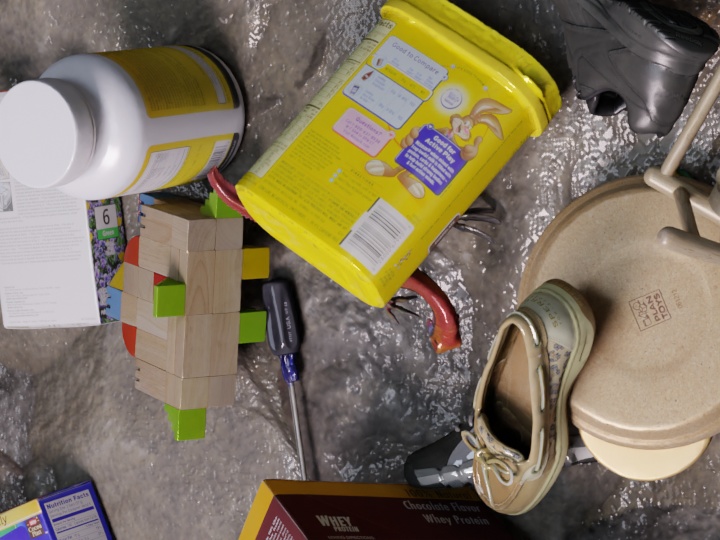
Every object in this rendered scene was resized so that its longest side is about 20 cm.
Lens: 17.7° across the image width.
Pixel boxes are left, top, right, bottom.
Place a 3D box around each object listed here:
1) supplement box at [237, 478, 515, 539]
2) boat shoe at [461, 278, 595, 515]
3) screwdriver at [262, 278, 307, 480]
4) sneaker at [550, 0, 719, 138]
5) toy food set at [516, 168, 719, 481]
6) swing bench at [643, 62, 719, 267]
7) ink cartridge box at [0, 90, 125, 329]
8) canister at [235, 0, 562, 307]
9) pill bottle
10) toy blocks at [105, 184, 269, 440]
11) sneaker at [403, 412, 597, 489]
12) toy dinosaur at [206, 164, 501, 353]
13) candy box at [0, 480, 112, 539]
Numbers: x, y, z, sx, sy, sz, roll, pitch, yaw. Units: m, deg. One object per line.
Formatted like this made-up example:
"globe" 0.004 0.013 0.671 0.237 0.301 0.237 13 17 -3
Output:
"supplement box" 0.029 0.263 1.665 0.200 0.197 0.133 48 123 46
"boat shoe" 0.105 0.094 1.594 0.073 0.063 0.200 36 133 32
"screwdriver" -0.051 0.105 1.834 0.028 0.029 0.200 -7 97 34
"sneaker" 0.167 -0.157 1.578 0.200 0.076 0.091 -125 47 -57
"toy food set" 0.208 0.030 1.608 0.198 0.049 0.200 -40 74 11
"swing bench" 0.319 -0.079 1.487 0.200 0.130 0.199 24 113 -8
"ink cartridge box" -0.255 -0.054 1.925 0.109 0.050 0.200 -3 95 34
"canister" 0.025 -0.089 1.652 0.148 0.087 0.200 36 78 26
"pill bottle" -0.187 -0.114 1.779 0.112 0.200 0.112 6 100 32
"toy blocks" -0.152 0.021 1.844 0.137 0.100 0.200 18 108 54
"sneaker" 0.117 0.093 1.699 0.200 0.075 0.116 -13 86 24
"toy dinosaur" 0.000 0.000 1.709 0.182 0.200 0.105 -129 43 -60
"candy box" -0.276 0.303 1.981 0.169 0.077 0.200 -26 82 34
